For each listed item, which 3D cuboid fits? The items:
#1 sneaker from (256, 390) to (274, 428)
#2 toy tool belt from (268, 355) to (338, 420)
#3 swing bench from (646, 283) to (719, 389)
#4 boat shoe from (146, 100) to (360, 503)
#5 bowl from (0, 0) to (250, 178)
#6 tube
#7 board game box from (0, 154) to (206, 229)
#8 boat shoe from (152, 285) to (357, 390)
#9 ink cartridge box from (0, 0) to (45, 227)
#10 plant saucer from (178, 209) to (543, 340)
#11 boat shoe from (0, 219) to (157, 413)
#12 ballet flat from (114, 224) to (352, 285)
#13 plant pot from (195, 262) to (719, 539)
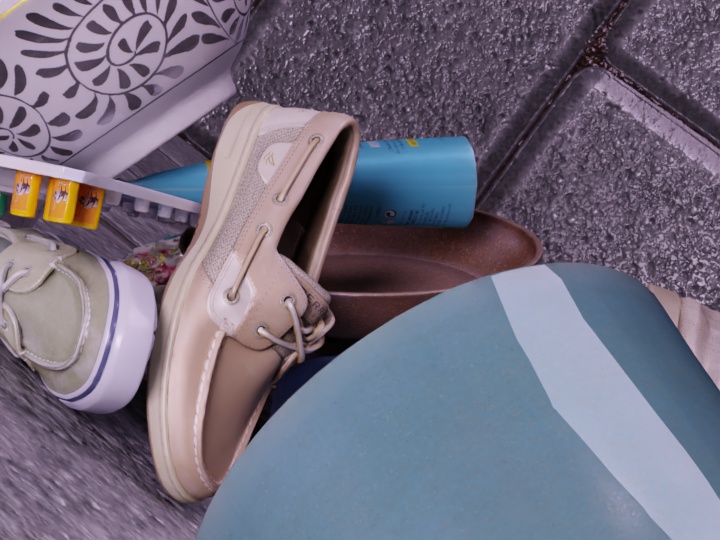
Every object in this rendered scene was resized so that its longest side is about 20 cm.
[{"bbox_3d":[-0.011,0.097,1.166,0.099,0.078,0.200,37,3,-42],"label":"sneaker"},{"bbox_3d":[0.001,0.087,0.965,0.122,0.126,0.199,14,-8,-38],"label":"toy tool belt"},{"bbox_3d":[0.205,0.103,0.916,0.197,0.131,0.200,20,-24,2],"label":"swing bench"},{"bbox_3d":[-0.047,0.013,0.913,0.064,0.202,0.072,5,-23,23],"label":"boat shoe"},{"bbox_3d":[-0.124,-0.106,0.993,0.095,0.200,0.201,55,1,-6],"label":"bowl"},{"bbox_3d":[-0.037,-0.046,1.055,0.198,0.051,0.077,-2,-6,-13],"label":"tube"},{"bbox_3d":[-0.172,-0.039,0.950,0.198,0.026,0.200,11,-2,24],"label":"board game box"},{"bbox_3d":[-0.061,0.043,1.088,0.198,0.060,0.072,4,11,8],"label":"boat shoe"},{"bbox_3d":[-0.234,-0.144,1.150,0.199,0.148,0.145,36,-21,-3],"label":"ink cartridge box"},{"bbox_3d":[0.000,0.000,1.060,0.198,0.037,0.201,1,15,0],"label":"plant saucer"},{"bbox_3d":[-0.154,0.018,0.932,0.062,0.073,0.200,18,3,-27],"label":"boat shoe"},{"bbox_3d":[-0.062,-0.001,1.186,0.064,0.199,0.076,-98,161,-45],"label":"ballet flat"},{"bbox_3d":[0.066,0.126,0.635,0.200,0.201,0.161,33,16,-51],"label":"plant pot"}]
